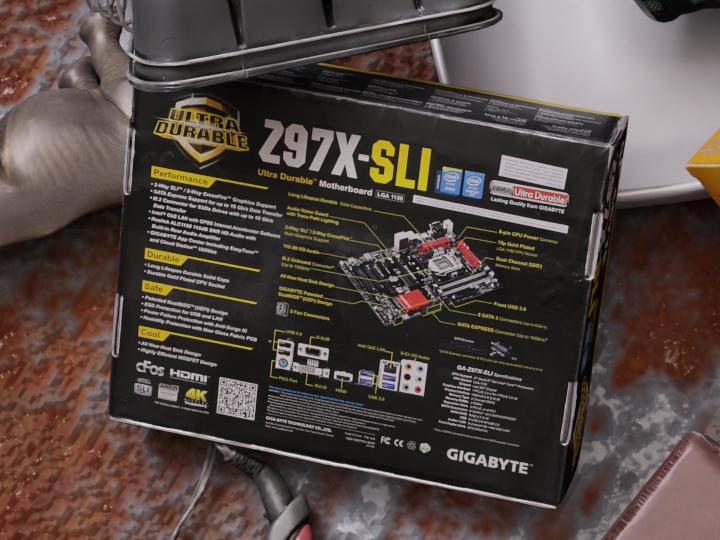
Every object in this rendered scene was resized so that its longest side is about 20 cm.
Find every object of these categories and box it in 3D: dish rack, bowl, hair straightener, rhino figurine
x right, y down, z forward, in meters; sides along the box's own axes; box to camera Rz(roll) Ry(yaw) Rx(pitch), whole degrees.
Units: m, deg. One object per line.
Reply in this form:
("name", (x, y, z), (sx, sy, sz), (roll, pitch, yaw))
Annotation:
("dish rack", (-0.047, -0.131, 1.123), (0.152, 0.200, 0.055), (-12, 110, -19))
("bowl", (0.126, -0.121, 1.165), (0.199, 0.075, 0.201), (-9, 75, 2))
("hair straightener", (-0.036, 0.166, 1.123), (0.077, 0.041, 0.201), (-21, 78, 0))
("rhino figurine", (-0.104, -0.064, 1.175), (0.199, 0.060, 0.088), (-17, 61, -15))

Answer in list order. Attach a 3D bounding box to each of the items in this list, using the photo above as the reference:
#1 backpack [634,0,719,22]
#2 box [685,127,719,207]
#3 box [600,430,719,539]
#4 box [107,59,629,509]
("backpack", (0.113, -0.202, 1.047), (0.150, 0.200, 0.179), (2, 77, 22))
("box", (0.237, -0.067, 1.092), (0.200, 0.041, 0.119), (-45, 105, -12))
("box", (0.156, 0.192, 1.029), (0.200, 0.164, 0.166), (40, 90, 14))
("box", (0.000, 0.000, 1.115), (0.199, 0.049, 0.161), (10, 110, 10))
